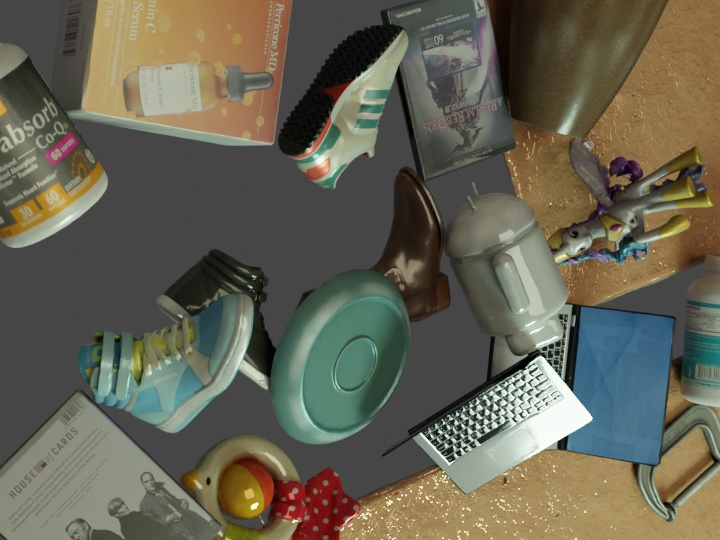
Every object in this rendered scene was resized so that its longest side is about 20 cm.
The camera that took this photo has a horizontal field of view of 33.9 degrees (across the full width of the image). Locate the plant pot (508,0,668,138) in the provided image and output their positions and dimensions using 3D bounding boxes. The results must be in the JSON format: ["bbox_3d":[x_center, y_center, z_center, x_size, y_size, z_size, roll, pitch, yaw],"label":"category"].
[{"bbox_3d":[0.249,-0.265,1.390,0.186,0.187,0.201,6,107,-32],"label":"plant pot"}]

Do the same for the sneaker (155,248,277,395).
[{"bbox_3d":[-0.110,0.056,1.242,0.200,0.071,0.099,42,78,-24],"label":"sneaker"}]

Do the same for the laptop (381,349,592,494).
[{"bbox_3d":[0.150,0.188,1.346,0.187,0.116,0.200,-33,118,15],"label":"laptop"}]

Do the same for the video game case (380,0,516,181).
[{"bbox_3d":[0.106,-0.221,1.382,0.142,0.019,0.201,-22,106,-29],"label":"video game case"}]

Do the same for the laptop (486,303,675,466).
[{"bbox_3d":[0.267,0.139,1.456,0.199,0.116,0.188,4,92,-33],"label":"laptop"}]

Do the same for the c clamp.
[{"bbox_3d":[0.467,0.281,1.659,0.199,0.027,0.172,-27,109,-28],"label":"c clamp"}]

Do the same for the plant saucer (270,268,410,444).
[{"bbox_3d":[-0.012,0.098,1.270,0.200,0.027,0.201,-21,122,-38],"label":"plant saucer"}]

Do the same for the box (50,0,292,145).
[{"bbox_3d":[-0.183,-0.211,1.147,0.199,0.106,0.153,6,92,-32],"label":"box"}]

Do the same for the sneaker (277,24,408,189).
[{"bbox_3d":[-0.007,-0.178,1.296,0.200,0.070,0.093,-55,137,-17],"label":"sneaker"}]

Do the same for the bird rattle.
[{"bbox_3d":[-0.105,0.251,1.256,0.200,0.113,0.164,-30,94,-29],"label":"bird rattle"}]

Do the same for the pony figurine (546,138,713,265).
[{"bbox_3d":[0.319,-0.079,1.426,0.167,0.199,0.193,61,30,-15],"label":"pony figurine"}]

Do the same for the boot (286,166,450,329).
[{"bbox_3d":[0.000,0.000,1.315,0.199,0.064,0.187,-22,109,-24],"label":"boot"}]

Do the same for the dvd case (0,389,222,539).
[{"bbox_3d":[-0.257,0.239,1.154,0.200,0.025,0.150,44,70,-2],"label":"dvd case"}]

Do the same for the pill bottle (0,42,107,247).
[{"bbox_3d":[-0.326,-0.130,1.061,0.116,0.116,0.200,-41,115,-22],"label":"pill bottle"}]

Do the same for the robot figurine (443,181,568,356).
[{"bbox_3d":[0.166,-0.004,1.361,0.113,0.170,0.201,-25,102,3],"label":"robot figurine"}]

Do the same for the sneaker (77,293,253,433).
[{"bbox_3d":[-0.195,0.080,1.139,0.130,0.200,0.080,21,39,-26],"label":"sneaker"}]

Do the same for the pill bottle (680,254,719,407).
[{"bbox_3d":[0.497,0.080,1.606,0.110,0.111,0.201,1,95,-32],"label":"pill bottle"}]
